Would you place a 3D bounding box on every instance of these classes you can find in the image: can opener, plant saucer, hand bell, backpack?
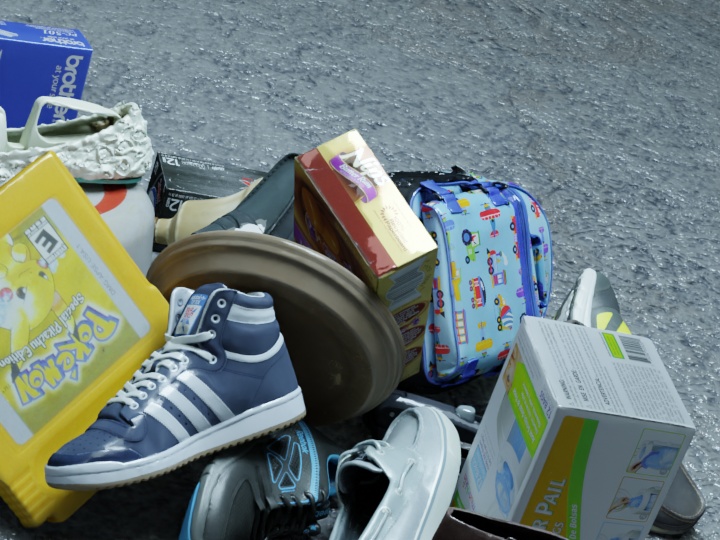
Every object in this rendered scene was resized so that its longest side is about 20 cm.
[{"bbox_3d":[0.098,0.138,1.498,0.200,0.063,0.079,19,30,-1],"label":"can opener"},{"bbox_3d":[-0.066,0.050,1.405,0.200,0.200,0.029,20,52,2],"label":"plant saucer"},{"bbox_3d":[-0.181,-0.033,1.630,0.200,0.104,0.104,5,25,9],"label":"hand bell"},{"bbox_3d":[0.089,0.004,1.611,0.134,0.183,0.200,0,4,44],"label":"backpack"}]

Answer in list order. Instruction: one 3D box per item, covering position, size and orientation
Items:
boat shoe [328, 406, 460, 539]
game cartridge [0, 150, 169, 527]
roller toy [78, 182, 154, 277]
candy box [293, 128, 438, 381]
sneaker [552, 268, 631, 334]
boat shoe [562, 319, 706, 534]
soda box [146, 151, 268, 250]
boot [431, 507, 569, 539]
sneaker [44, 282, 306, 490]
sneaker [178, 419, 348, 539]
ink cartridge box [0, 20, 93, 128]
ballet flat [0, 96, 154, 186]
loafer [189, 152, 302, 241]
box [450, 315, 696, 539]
[{"bbox_3d":[0.018,0.154,1.362,0.072,0.070,0.201,43,34,-19],"label":"boat shoe"},{"bbox_3d":[-0.212,0.048,1.309,0.176,0.032,0.200,-43,103,-30],"label":"game cartridge"},{"bbox_3d":[-0.249,0.002,1.440,0.200,0.140,0.182,-13,31,-39],"label":"roller toy"},{"bbox_3d":[0.000,0.000,1.450,0.056,0.200,0.117,-27,65,-15],"label":"candy box"},{"bbox_3d":[0.210,0.075,1.697,0.085,0.075,0.200,23,35,-7],"label":"sneaker"},{"bbox_3d":[0.202,0.122,1.526,0.200,0.073,0.074,46,43,-2],"label":"boat shoe"},{"bbox_3d":[-0.088,-0.046,1.719,0.200,0.063,0.071,9,29,-19],"label":"soda box"},{"bbox_3d":[0.026,0.209,1.202,0.200,0.167,0.072,16,27,-6],"label":"boot"},{"bbox_3d":[-0.130,0.072,1.293,0.200,0.109,0.070,-18,12,-37],"label":"sneaker"},{"bbox_3d":[-0.063,0.154,1.351,0.082,0.073,0.200,27,28,10],"label":"sneaker"},{"bbox_3d":[-0.281,-0.096,1.530,0.094,0.200,0.044,4,27,-28],"label":"ink cartridge box"},{"bbox_3d":[-0.244,-0.093,1.402,0.200,0.072,0.072,-7,36,-28],"label":"ballet flat"},{"bbox_3d":[-0.098,-0.013,1.519,0.068,0.201,0.070,18,-20,51],"label":"loafer"},{"bbox_3d":[0.137,0.150,1.350,0.101,0.200,0.113,10,30,-16],"label":"box"}]
